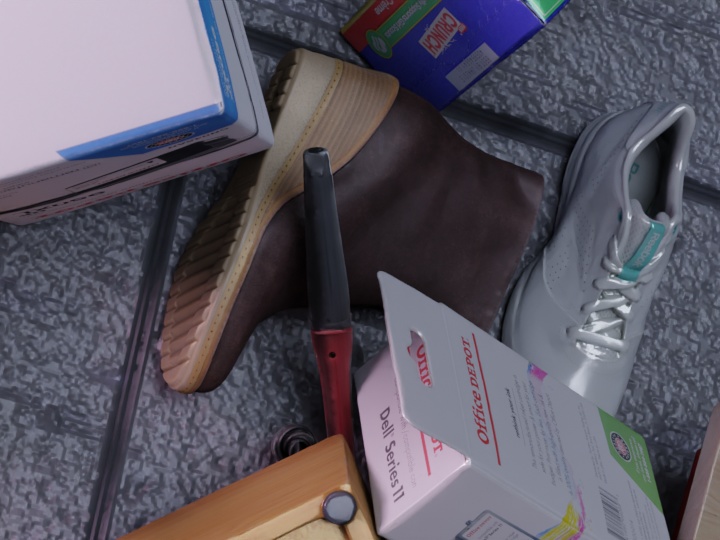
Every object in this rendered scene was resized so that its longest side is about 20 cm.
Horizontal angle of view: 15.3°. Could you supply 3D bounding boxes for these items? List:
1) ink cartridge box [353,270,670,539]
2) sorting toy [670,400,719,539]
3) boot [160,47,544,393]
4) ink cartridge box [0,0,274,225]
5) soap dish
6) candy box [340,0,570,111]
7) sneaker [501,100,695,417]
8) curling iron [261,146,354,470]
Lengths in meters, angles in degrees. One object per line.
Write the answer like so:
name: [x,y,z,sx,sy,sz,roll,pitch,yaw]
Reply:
ink cartridge box: [0.064,0.098,1.342,0.200,0.067,0.117,34,29,-31]
sorting toy: [0.237,0.199,1.416,0.199,0.070,0.200,25,69,-17]
boot: [0.000,0.000,1.386,0.166,0.072,0.201,29,75,-22]
ink cartridge box: [-0.127,-0.083,1.253,0.144,0.200,0.085,-16,87,4]
soap dish: [-0.035,0.203,1.302,0.157,0.081,0.201,-24,92,-12]
candy box: [0.099,-0.188,1.417,0.077,0.169,0.200,45,65,-5]
sneaker: [0.134,-0.001,1.437,0.075,0.088,0.201,20,73,-20]
curling iron: [-0.022,0.035,1.338,0.049,0.026,0.201,-10,116,-29]
